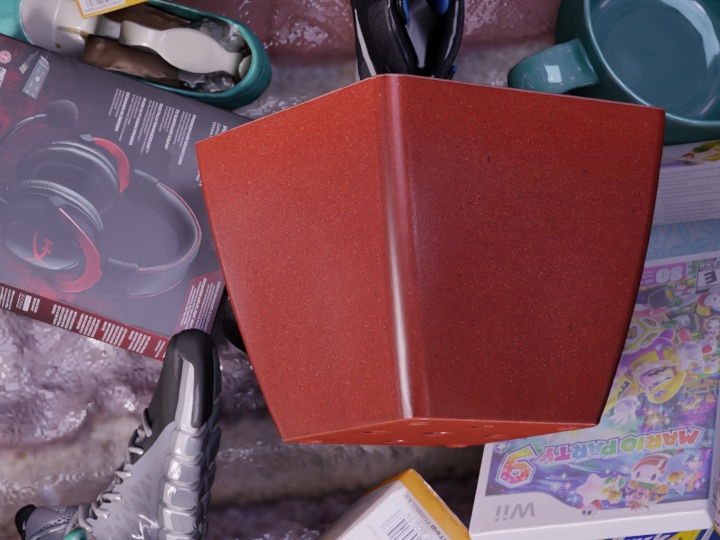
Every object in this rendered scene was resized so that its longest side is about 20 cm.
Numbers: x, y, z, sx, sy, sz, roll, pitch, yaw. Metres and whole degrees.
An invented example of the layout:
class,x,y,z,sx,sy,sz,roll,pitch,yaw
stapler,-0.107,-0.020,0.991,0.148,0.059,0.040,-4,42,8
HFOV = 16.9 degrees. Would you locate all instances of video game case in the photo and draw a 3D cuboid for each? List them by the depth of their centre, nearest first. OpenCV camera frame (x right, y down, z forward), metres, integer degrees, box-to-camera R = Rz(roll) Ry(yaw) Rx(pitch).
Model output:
class,x,y,z,sx,sy,sz,roll,pitch,yaw
video game case,0.145,0.073,1.416,0.142,0.018,0.201,-8,44,23

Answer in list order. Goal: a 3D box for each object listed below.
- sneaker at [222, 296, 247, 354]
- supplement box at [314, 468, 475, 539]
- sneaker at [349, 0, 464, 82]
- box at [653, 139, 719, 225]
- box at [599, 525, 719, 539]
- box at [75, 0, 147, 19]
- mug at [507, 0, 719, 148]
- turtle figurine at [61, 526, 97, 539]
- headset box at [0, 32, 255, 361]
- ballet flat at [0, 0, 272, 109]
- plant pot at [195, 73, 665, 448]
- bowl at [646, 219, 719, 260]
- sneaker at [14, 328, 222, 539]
class,x,y,z,sx,sy,sz,roll,pitch,yaw
sneaker,0.000,0.000,1.491,0.199,0.076,0.116,6,65,-31
supplement box,-0.029,0.213,1.418,0.200,0.126,0.074,-42,90,-15
sneaker,0.028,-0.198,1.523,0.072,0.112,0.202,-8,80,-15
box,0.195,-0.054,1.501,0.198,0.039,0.042,-7,113,25
box,0.214,0.220,1.442,0.064,0.070,0.200,-55,126,-17
box,-0.069,-0.206,1.471,0.199,0.118,0.042,-26,102,-45
mug,0.185,-0.152,1.543,0.183,0.114,0.153,11,77,-8
turtle figurine,-0.166,0.206,1.362,0.199,0.100,0.151,13,100,31
headset box,-0.150,-0.037,1.473,0.199,0.075,0.150,19,76,-7
ballet flat,-0.149,-0.149,1.499,0.198,0.070,0.068,13,82,-7
plant pot,0.040,0.005,1.356,0.199,0.199,0.178,4,80,-34
bowl,0.224,0.044,1.501,0.200,0.200,0.108,-41,131,-16
sneaker,-0.145,0.129,1.419,0.114,0.075,0.202,7,98,6
